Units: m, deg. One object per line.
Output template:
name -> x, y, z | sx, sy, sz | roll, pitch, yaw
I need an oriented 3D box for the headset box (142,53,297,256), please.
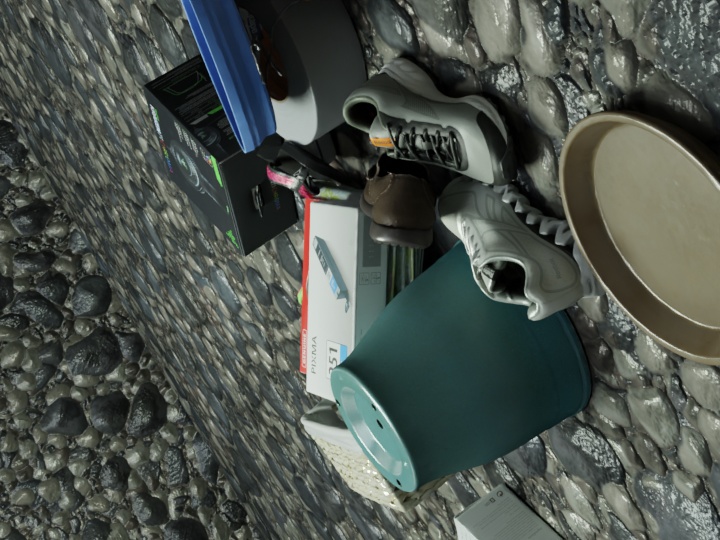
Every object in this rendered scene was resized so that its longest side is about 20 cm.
headset box -> -0.172, -0.142, 1.510 | 0.200, 0.092, 0.175 | 44, 157, 33

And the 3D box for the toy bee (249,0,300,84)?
toy bee -> -0.054, -0.280, 1.041 | 0.131, 0.107, 0.203 | -72, -32, -75

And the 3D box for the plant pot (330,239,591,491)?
plant pot -> 0.081, 0.101, 1.113 | 0.200, 0.187, 0.201 | 47, 158, 26

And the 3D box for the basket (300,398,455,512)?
basket -> 0.034, 0.204, 1.462 | 0.124, 0.135, 0.199 | 59, 161, -10

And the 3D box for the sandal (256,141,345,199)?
sandal -> -0.072, -0.104, 1.285 | 0.074, 0.046, 0.200 | 31, 175, -19

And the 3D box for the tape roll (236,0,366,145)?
tape roll -> -0.076, -0.230, 1.186 | 0.201, 0.066, 0.201 | 49, 159, 26

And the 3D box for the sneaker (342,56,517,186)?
sneaker -> 0.060, -0.115, 1.007 | 0.199, 0.079, 0.075 | 35, 149, 46

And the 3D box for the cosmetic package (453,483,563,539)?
cosmetic package -> 0.202, 0.356, 1.360 | 0.200, 0.080, 0.114 | 41, 153, 43

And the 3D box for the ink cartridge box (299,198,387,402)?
ink cartridge box -> -0.035, 0.028, 1.250 | 0.175, 0.044, 0.204 | 12, 102, 57

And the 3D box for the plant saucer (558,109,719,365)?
plant saucer -> 0.216, -0.026, 0.833 | 0.201, 0.029, 0.201 | 49, 159, 26

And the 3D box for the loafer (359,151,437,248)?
loafer -> 0.042, -0.076, 1.080 | 0.200, 0.072, 0.072 | -105, 22, -73

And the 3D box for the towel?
towel -> 0.000, 0.000, 1.275 | 0.199, 0.047, 0.174 | 18, 107, 57

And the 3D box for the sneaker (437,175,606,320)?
sneaker -> 0.119, -0.022, 1.002 | 0.199, 0.080, 0.076 | 35, 153, 51

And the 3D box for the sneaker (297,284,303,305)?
sneaker -> -0.027, 0.055, 1.507 | 0.083, 0.077, 0.201 | 28, 152, 23

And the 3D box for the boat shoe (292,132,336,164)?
boat shoe -> -0.107, -0.189, 1.308 | 0.201, 0.069, 0.071 | 55, 161, 0

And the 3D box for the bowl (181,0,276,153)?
bowl -> -0.129, -0.212, 1.111 | 0.201, 0.039, 0.203 | 157, 91, -85
